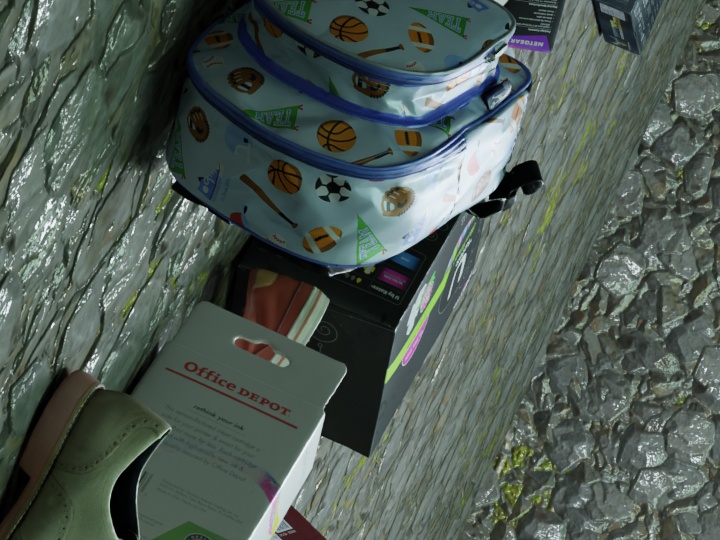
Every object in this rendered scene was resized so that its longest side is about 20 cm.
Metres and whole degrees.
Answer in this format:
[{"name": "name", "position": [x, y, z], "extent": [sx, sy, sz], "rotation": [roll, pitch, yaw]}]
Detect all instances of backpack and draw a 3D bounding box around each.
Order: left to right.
[{"name": "backpack", "position": [-0.010, -0.091, 1.460], "extent": [0.191, 0.200, 0.154], "rotation": [-47, 153, -45]}]

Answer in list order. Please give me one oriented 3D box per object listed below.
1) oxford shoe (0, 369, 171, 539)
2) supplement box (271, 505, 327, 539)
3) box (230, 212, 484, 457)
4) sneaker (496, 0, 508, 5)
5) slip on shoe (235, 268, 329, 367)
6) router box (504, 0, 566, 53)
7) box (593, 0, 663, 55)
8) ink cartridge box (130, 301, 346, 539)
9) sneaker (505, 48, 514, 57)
[{"name": "oxford shoe", "position": [-0.170, 0.161, 1.478], "extent": [0.071, 0.074, 0.200], "rotation": [-26, 138, -74]}, {"name": "supplement box", "position": [-0.062, 0.264, 1.806], "extent": [0.133, 0.200, 0.197], "rotation": [-47, 171, 6]}, {"name": "box", "position": [0.000, 0.000, 1.850], "extent": [0.149, 0.124, 0.200], "rotation": [100, 15, -49]}, {"name": "sneaker", "position": [0.061, -0.187, 1.721], "extent": [0.200, 0.080, 0.074], "rotation": [-20, 107, -57]}, {"name": "slip on shoe", "position": [-0.098, 0.083, 1.731], "extent": [0.200, 0.061, 0.074], "rotation": [-56, -176, 13]}, {"name": "router box", "position": [0.127, -0.276, 1.890], "extent": [0.200, 0.051, 0.149], "rotation": [-91, -169, -51]}, {"name": "box", "position": [0.316, -0.340, 2.896], "extent": [0.200, 0.051, 0.158], "rotation": [42, 72, -78]}, {"name": "ink cartridge box", "position": [-0.100, 0.124, 1.627], "extent": [0.200, 0.117, 0.067], "rotation": [-57, 167, -39]}, {"name": "sneaker", "position": [0.070, -0.141, 2.028], "extent": [0.200, 0.076, 0.105], "rotation": [-58, 166, -35]}]
